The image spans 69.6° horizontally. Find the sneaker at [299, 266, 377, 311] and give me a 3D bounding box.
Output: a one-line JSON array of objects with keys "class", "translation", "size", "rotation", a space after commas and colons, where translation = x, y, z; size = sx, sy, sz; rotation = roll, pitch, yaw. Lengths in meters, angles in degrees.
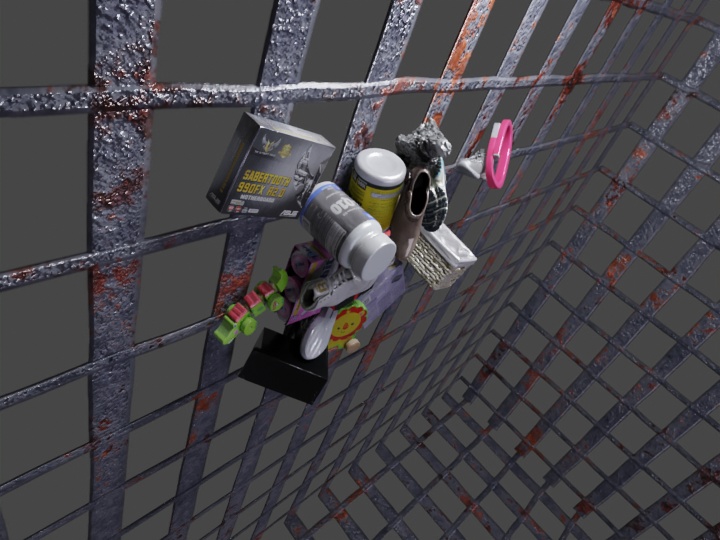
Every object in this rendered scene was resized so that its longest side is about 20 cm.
[{"class": "sneaker", "translation": [-0.049, 0.030, 1.111], "size": [0.199, 0.075, 0.115], "rotation": [-40, 163, 36]}]

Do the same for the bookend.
[{"class": "bookend", "translation": [-0.186, 0.204, 1.299], "size": [0.197, 0.200, 0.093], "rotation": [25, 116, -18]}]

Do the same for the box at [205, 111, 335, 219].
[{"class": "box", "translation": [-0.149, -0.171, 0.895], "size": [0.199, 0.048, 0.160], "rotation": [-3, 131, -58]}]

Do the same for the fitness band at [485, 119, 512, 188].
[{"class": "fitness band", "translation": [0.399, -0.333, 1.481], "size": [0.144, 0.037, 0.203], "rotation": [48, 56, -56]}]

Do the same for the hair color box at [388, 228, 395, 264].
[{"class": "hair color box", "translation": [0.018, -0.041, 1.345], "size": [0.198, 0.060, 0.101], "rotation": [-26, 148, -41]}]

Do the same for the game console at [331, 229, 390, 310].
[{"class": "game console", "translation": [0.000, 0.000, 1.273], "size": [0.176, 0.031, 0.202], "rotation": [-32, 153, -45]}]

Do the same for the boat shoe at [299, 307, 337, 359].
[{"class": "boat shoe", "translation": [-0.114, 0.142, 1.298], "size": [0.073, 0.070, 0.201], "rotation": [67, 33, -32]}]

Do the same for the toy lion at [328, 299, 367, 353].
[{"class": "toy lion", "translation": [-0.072, 0.168, 1.460], "size": [0.197, 0.069, 0.194], "rotation": [-20, 139, -22]}]

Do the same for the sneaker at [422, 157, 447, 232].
[{"class": "sneaker", "translation": [0.188, -0.198, 1.291], "size": [0.086, 0.076, 0.205], "rotation": [-10, 101, -67]}]

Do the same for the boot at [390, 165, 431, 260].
[{"class": "boot", "translation": [0.108, -0.119, 1.102], "size": [0.146, 0.069, 0.205], "rotation": [-129, -135, -85]}]

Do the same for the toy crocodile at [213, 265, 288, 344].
[{"class": "toy crocodile", "translation": [-0.229, 0.074, 1.100], "size": [0.200, 0.067, 0.062], "rotation": [-43, 150, -16]}]

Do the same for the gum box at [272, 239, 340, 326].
[{"class": "gum box", "translation": [-0.124, 0.028, 1.203], "size": [0.113, 0.066, 0.202], "rotation": [-19, 143, -48]}]

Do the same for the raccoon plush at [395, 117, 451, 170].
[{"class": "raccoon plush", "translation": [0.170, -0.274, 1.131], "size": [0.133, 0.199, 0.098], "rotation": [-38, 122, -19]}]

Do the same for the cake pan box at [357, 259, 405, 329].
[{"class": "cake pan box", "translation": [0.052, 0.071, 1.576], "size": [0.200, 0.052, 0.185], "rotation": [-42, 153, -13]}]

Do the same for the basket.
[{"class": "basket", "translation": [0.209, -0.053, 1.480], "size": [0.135, 0.200, 0.124], "rotation": [-6, 138, -55]}]

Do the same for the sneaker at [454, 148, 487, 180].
[{"class": "sneaker", "translation": [0.325, -0.308, 1.471], "size": [0.199, 0.074, 0.084], "rotation": [-13, 123, -59]}]

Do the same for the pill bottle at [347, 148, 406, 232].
[{"class": "pill bottle", "translation": [0.023, -0.151, 1.129], "size": [0.111, 0.112, 0.202], "rotation": [-28, 148, -36]}]

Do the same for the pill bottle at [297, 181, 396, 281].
[{"class": "pill bottle", "translation": [-0.028, -0.078, 1.046], "size": [0.113, 0.200, 0.115], "rotation": [-36, 154, -22]}]
